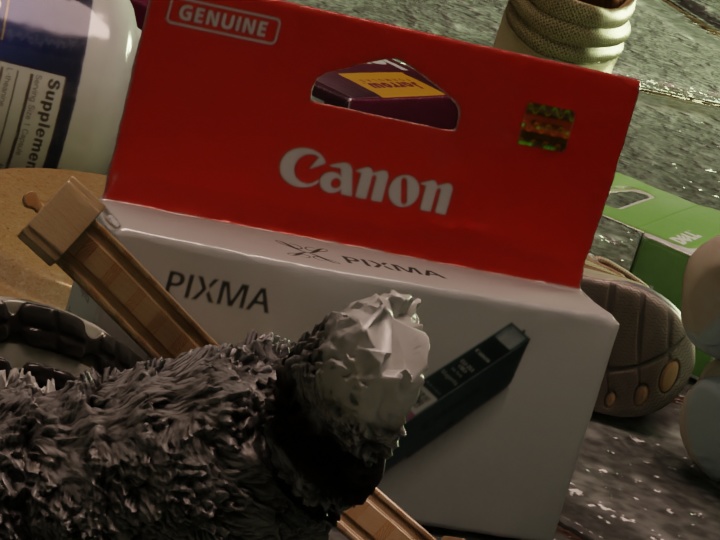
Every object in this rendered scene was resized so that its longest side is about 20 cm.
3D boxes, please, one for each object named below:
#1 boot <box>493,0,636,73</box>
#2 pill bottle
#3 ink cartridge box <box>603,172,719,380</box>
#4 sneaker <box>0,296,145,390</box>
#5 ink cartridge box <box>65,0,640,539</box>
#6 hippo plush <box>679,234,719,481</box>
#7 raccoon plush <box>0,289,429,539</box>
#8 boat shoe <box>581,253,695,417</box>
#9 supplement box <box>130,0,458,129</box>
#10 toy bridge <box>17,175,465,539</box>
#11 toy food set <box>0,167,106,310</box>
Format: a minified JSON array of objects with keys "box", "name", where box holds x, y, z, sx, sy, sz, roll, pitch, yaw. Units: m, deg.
[{"box":[0.092,-0.089,1.413,0.072,0.156,0.200,18,15,4],"name":"boot"},{"box":[-0.166,-0.087,1.232,0.199,0.111,0.111,13,16,-13],"name":"pill bottle"},{"box":[0.186,0.018,1.329,0.199,0.060,0.104,23,18,21],"name":"ink cartridge box"},{"box":[-0.152,0.033,0.937,0.199,0.077,0.089,18,4,-9],"name":"sneaker"},{"box":[0.000,0.000,0.996,0.199,0.174,0.044,10,16,-20],"name":"ink cartridge box"},{"box":[0.249,0.031,1.148,0.160,0.160,0.200,-10,29,-44],"name":"hippo plush"},{"box":[-0.072,0.041,0.810,0.133,0.200,0.097,12,48,-13],"name":"raccoon plush"},{"box":[0.053,0.007,1.228,0.199,0.076,0.072,26,13,0],"name":"boat shoe"},{"box":[-0.059,-0.083,1.371,0.199,0.086,0.110,27,19,31],"name":"supplement box"},{"box":[-0.040,0.042,0.934,0.200,0.027,0.067,43,-9,-5],"name":"toy bridge"},{"box":[-0.091,0.009,1.105,0.197,0.049,0.200,14,17,-9],"name":"toy food set"}]
